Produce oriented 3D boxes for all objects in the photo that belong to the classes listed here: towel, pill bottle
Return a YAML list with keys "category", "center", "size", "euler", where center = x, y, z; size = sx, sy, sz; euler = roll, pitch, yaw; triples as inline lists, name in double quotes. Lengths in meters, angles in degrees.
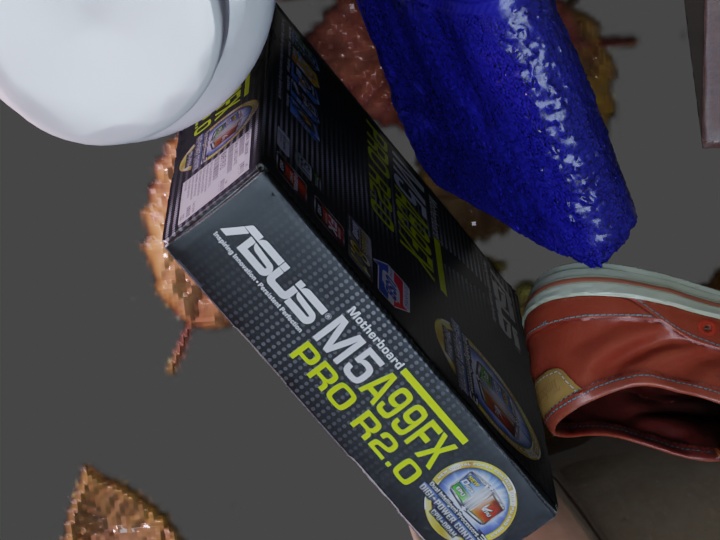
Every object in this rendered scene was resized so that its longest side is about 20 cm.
- category: "towel"
  center: [0.026, -0.103, 0.929]
  size: [0.049, 0.148, 0.201]
  euler: [-28, 112, -6]
- category: "pill bottle"
  center: [-0.082, -0.112, 0.895]
  size: [0.109, 0.200, 0.110]
  euler: [0, 112, 0]

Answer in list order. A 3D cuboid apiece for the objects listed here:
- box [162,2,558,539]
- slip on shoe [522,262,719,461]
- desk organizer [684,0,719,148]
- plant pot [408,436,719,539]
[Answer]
- category: "box"
  center: [0.000, 0.000, 0.941]
  size: [0.044, 0.200, 0.160]
  euler: [-37, 107, 13]
- category: "slip on shoe"
  center: [0.153, 0.049, 0.932]
  size: [0.199, 0.062, 0.074]
  euler: [12, 152, -8]
- category: "desk organizer"
  center: [0.220, -0.097, 0.976]
  size: [0.199, 0.072, 0.077]
  euler: [-2, 114, 0]
- category: "plant pot"
  center: [0.137, 0.128, 1.017]
  size: [0.174, 0.200, 0.201]
  euler: [-27, 111, -9]
